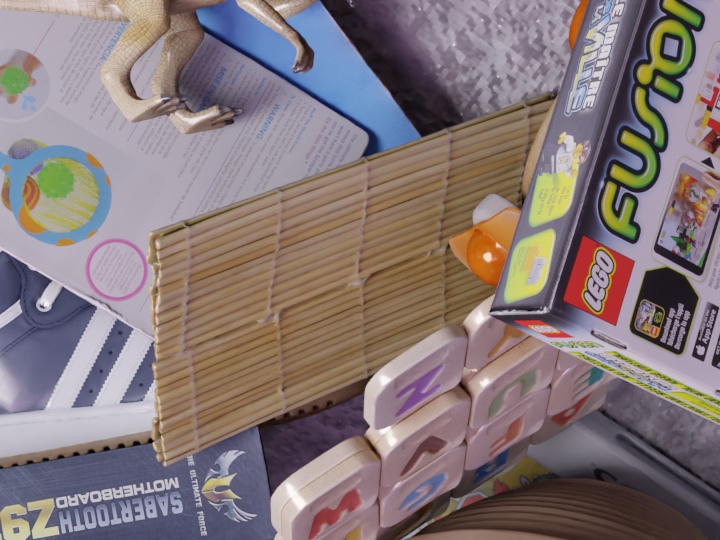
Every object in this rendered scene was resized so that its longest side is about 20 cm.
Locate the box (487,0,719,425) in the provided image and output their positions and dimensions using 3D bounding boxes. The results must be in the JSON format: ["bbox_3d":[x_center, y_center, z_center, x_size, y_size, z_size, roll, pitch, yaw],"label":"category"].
[{"bbox_3d":[0.123,-0.058,0.833,0.110,0.201,0.035,25,166,-27],"label":"box"}]

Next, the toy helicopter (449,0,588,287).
[{"bbox_3d":[0.080,-0.014,0.925,0.079,0.132,0.200,38,141,20],"label":"toy helicopter"}]

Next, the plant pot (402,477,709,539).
[{"bbox_3d":[0.090,0.151,0.995,0.200,0.093,0.201,15,141,13],"label":"plant pot"}]

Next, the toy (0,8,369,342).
[{"bbox_3d":[-0.111,-0.053,0.934,0.200,0.115,0.047,32,163,-10],"label":"toy"}]

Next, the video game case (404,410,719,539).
[{"bbox_3d":[0.093,0.160,1.082,0.182,0.023,0.200,34,124,-5],"label":"video game case"}]

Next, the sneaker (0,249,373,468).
[{"bbox_3d":[-0.097,0.018,0.976,0.199,0.070,0.109,-9,83,-9],"label":"sneaker"}]

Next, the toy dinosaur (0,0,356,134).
[{"bbox_3d":[-0.077,-0.103,0.907,0.199,0.058,0.102,-17,79,0],"label":"toy dinosaur"}]

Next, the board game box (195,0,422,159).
[{"bbox_3d":[-0.052,-0.051,0.990,0.158,0.039,0.200,-28,112,27],"label":"board game box"}]

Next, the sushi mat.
[{"bbox_3d":[0.000,0.000,0.926,0.012,0.200,0.096,32,131,39],"label":"sushi mat"}]

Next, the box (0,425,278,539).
[{"bbox_3d":[-0.127,0.109,0.992,0.157,0.200,0.051,-9,82,-15],"label":"box"}]

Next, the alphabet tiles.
[{"bbox_3d":[0.053,0.047,0.913,0.015,0.200,0.196,52,165,18],"label":"alphabet tiles"}]
